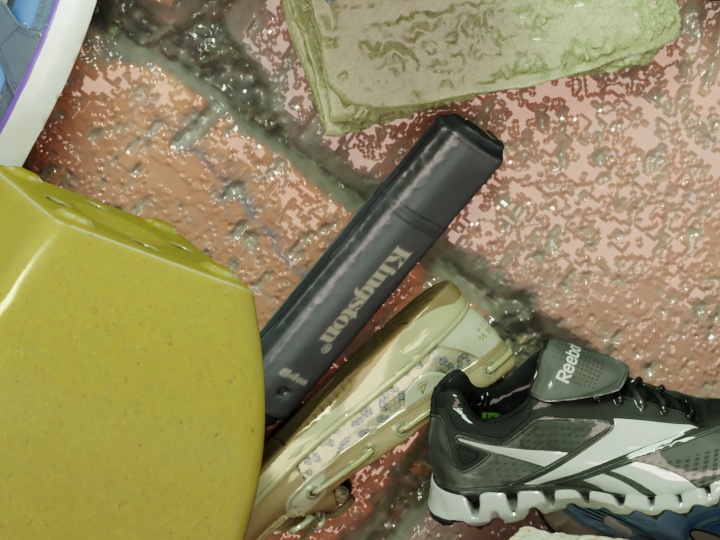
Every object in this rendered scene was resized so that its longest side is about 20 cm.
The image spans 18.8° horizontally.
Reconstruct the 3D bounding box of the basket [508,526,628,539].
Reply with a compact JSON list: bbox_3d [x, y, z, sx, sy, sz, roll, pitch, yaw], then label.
[{"bbox_3d":[0.133,0.228,1.009,0.160,0.198,0.202,5,90,12],"label":"basket"}]

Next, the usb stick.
[{"bbox_3d":[0.000,0.000,1.148,0.200,0.055,0.033,-50,59,11],"label":"usb stick"}]

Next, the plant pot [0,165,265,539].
[{"bbox_3d":[-0.158,0.064,1.073,0.195,0.194,0.201,20,97,-30],"label":"plant pot"}]

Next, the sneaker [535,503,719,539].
[{"bbox_3d":[0.197,0.141,1.167,0.199,0.078,0.090,27,96,-8],"label":"sneaker"}]

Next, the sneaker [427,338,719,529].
[{"bbox_3d":[0.123,0.076,1.103,0.199,0.067,0.091,-7,113,14],"label":"sneaker"}]

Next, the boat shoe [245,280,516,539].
[{"bbox_3d":[-0.006,0.094,1.158,0.200,0.073,0.063,-44,97,9],"label":"boat shoe"}]

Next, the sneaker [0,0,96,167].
[{"bbox_3d":[-0.228,-0.109,1.105,0.146,0.081,0.201,26,109,-12],"label":"sneaker"}]

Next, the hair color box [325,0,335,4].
[{"bbox_3d":[-0.020,-0.233,0.973,0.099,0.061,0.201,-28,101,7],"label":"hair color box"}]

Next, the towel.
[{"bbox_3d":[0.055,-0.160,1.115,0.199,0.037,0.149,-13,102,5],"label":"towel"}]
